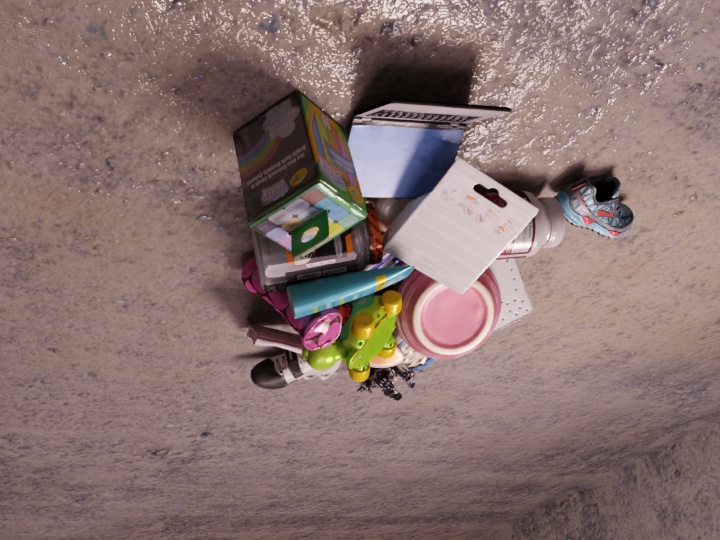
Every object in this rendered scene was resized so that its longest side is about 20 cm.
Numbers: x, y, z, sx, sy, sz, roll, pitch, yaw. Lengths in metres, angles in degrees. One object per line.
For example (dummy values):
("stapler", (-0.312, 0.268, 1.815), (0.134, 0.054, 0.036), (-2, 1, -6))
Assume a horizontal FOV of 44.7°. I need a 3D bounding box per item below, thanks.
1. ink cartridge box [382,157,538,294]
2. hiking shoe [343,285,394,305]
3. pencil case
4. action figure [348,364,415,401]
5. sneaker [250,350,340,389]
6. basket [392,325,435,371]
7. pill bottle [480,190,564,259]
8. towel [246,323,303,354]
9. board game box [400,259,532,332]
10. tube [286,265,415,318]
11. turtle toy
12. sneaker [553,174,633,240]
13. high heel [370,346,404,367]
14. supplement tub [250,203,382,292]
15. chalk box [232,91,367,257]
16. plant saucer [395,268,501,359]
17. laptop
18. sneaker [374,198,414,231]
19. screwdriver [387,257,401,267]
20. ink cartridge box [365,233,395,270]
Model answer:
("ink cartridge box", (0.151, -0.073, 1.351), (0.158, 0.048, 0.201), (29, 123, -18))
("hiking shoe", (-0.024, 0.054, 1.613), (0.198, 0.077, 0.101), (14, 137, -41))
("pencil case", (-0.112, 0.052, 1.443), (0.090, 0.200, 0.095), (-23, 136, -28))
("action figure", (0.042, 0.214, 1.891), (0.118, 0.103, 0.199), (-36, -163, -16))
("sneaker", (-0.130, 0.185, 1.799), (0.197, 0.075, 0.089), (-10, 147, -24))
("basket", (0.140, 0.112, 1.716), (0.197, 0.141, 0.176), (19, 139, -29))
("pill bottle", (0.237, -0.075, 1.476), (0.196, 0.115, 0.114), (-4, 149, -18))
("towel", (-0.133, 0.136, 1.611), (0.144, 0.030, 0.200), (13, 180, -12))
("board game box", (0.191, 0.033, 1.588), (0.197, 0.026, 0.202), (-25, 114, 0))
("tube", (-0.015, 0.025, 1.357), (0.196, 0.051, 0.077), (-15, 175, -10))
("turtle toy", (-0.013, 0.109, 1.506), (0.199, 0.100, 0.147), (-36, 146, -37))
("sneaker", (0.431, -0.116, 1.533), (0.198, 0.080, 0.096), (7, 138, -41))
("high heel", (-0.013, 0.125, 1.663), (0.196, 0.096, 0.068), (14, 107, -10))
("supplement tub", (-0.070, -0.042, 1.382), (0.196, 0.124, 0.123), (-11, 151, -9))
("chalk box", (-0.078, -0.109, 1.183), (0.123, 0.203, 0.123), (-27, 148, 22))
("plant saucer", (0.160, 0.071, 1.555), (0.196, 0.051, 0.204), (-3, 111, -9))
("laptop", (0.084, -0.166, 1.241), (0.184, 0.118, 0.199), (-1, -178, -23))
("sneaker", (0.094, -0.059, 1.432), (0.075, 0.088, 0.200), (-46, 140, -5))
("screwdriver", (0.044, -0.006, 1.516), (0.198, 0.029, 0.028), (-33, 169, -18))
("ink cartridge box", (0.000, 0.000, 1.513), (0.199, 0.039, 0.100), (-35, 167, -40))
